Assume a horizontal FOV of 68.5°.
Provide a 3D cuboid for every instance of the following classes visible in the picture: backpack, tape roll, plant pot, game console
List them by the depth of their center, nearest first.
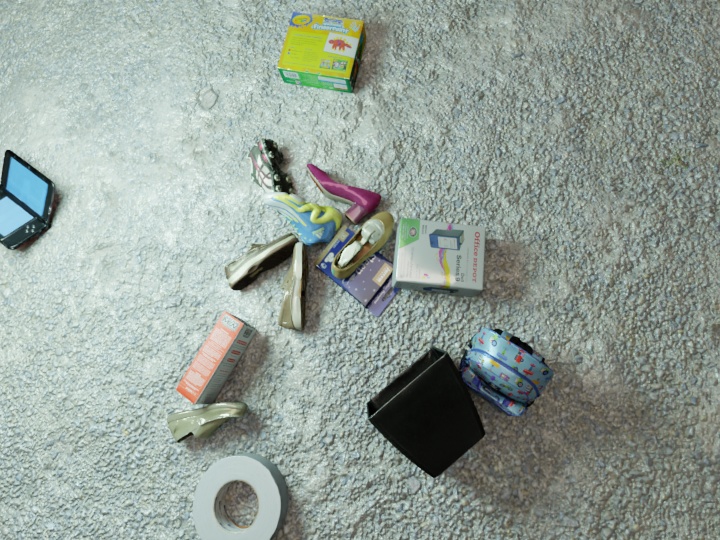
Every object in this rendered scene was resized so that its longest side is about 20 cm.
[{"bbox_3d":[0.291,0.203,1.074,0.181,0.200,0.136,34,82,13],"label":"backpack"},{"bbox_3d":[0.141,0.294,1.084,0.198,0.200,0.179,-39,85,-3],"label":"plant pot"},{"bbox_3d":[-0.259,0.505,1.146,0.195,0.066,0.206,-2,77,8],"label":"tape roll"},{"bbox_3d":[-0.907,-0.184,1.366,0.198,0.120,0.173,33,54,14],"label":"game console"}]

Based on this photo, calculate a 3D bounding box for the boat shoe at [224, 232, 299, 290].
[{"bbox_3d":[-0.244,-0.039,1.272,0.200,0.075,0.076,-33,68,-1],"label":"boat shoe"}]

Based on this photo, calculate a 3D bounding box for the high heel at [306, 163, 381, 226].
[{"bbox_3d":[-0.043,-0.208,1.292,0.096,0.067,0.200,-43,85,-5],"label":"high heel"}]

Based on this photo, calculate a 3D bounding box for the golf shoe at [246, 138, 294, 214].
[{"bbox_3d":[-0.225,-0.226,1.326,0.087,0.077,0.205,-24,76,29],"label":"golf shoe"}]

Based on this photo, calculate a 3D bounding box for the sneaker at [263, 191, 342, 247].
[{"bbox_3d":[-0.141,-0.116,1.251,0.195,0.076,0.108,14,89,-15],"label":"sneaker"}]

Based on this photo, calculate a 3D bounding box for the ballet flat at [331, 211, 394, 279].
[{"bbox_3d":[0.008,-0.062,1.216,0.068,0.063,0.201,38,81,15],"label":"ballet flat"}]

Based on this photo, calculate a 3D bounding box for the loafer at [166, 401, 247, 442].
[{"bbox_3d":[-0.342,0.342,1.196,0.195,0.076,0.070,-15,76,14],"label":"loafer"}]

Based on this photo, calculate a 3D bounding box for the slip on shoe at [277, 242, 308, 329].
[{"bbox_3d":[-0.159,0.035,1.243,0.059,0.076,0.206,1,86,7],"label":"slip on shoe"}]

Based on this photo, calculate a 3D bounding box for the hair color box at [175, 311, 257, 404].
[{"bbox_3d":[-0.325,0.202,1.210,0.060,0.102,0.202,29,81,13],"label":"hair color box"}]

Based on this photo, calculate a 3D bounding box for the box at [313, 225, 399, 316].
[{"bbox_3d":[0.000,0.000,1.251,0.199,0.032,0.122,38,84,13],"label":"box"}]

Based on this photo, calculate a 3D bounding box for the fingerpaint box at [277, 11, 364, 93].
[{"bbox_3d":[-0.098,-0.568,1.379,0.195,0.073,0.171,11,79,10],"label":"fingerpaint box"}]

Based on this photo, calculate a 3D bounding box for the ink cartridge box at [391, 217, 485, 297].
[{"bbox_3d":[0.176,-0.029,1.192,0.195,0.088,0.149,7,78,-2],"label":"ink cartridge box"}]
